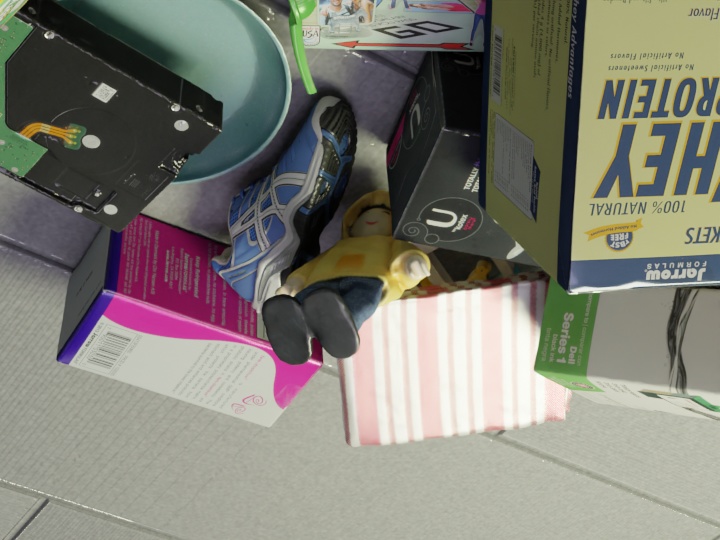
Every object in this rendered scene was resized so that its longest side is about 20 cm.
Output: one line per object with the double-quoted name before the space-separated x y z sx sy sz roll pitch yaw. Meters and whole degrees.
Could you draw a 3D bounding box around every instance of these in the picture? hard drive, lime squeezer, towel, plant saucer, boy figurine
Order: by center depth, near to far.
"lime squeezer" -0.027 -0.200 0.971 0.071 0.038 0.200 -12 147 -38
"hard drive" -0.218 -0.118 1.027 0.200 0.038 0.140 28 129 -30
"plant saucer" -0.151 -0.147 1.053 0.199 0.036 0.200 -2 137 -2
"boy figurine" 0.000 0.000 1.094 0.124 0.200 0.065 -9 114 26
"towel" 0.079 0.072 1.179 0.199 0.030 0.147 -7 119 -6

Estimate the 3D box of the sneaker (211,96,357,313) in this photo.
"sneaker" -0.063 -0.053 1.130 0.077 0.076 0.200 31 119 13

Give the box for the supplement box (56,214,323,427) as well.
"supplement box" -0.141 0.043 1.210 0.200 0.104 0.101 22 131 -23

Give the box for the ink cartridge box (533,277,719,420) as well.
"ink cartridge box" 0.259 0.066 1.113 0.200 0.085 0.146 6 169 33

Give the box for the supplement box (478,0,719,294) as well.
"supplement box" 0.167 -0.111 0.898 0.134 0.200 0.200 -3 109 -11

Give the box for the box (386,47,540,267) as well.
"box" 0.132 -0.082 1.086 0.200 0.106 0.122 10 136 -15

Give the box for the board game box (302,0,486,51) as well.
"board game box" 0.054 -0.214 0.997 0.199 0.029 0.135 0 138 -3

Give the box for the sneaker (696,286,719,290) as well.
"sneaker" 0.294 -0.012 1.128 0.078 0.080 0.200 13 163 8

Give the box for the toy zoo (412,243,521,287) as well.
"toy zoo" 0.081 0.033 1.220 0.131 0.020 0.200 -29 107 23

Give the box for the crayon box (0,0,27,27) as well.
"crayon box" -0.258 -0.241 0.872 0.200 0.058 0.173 -34 100 32
